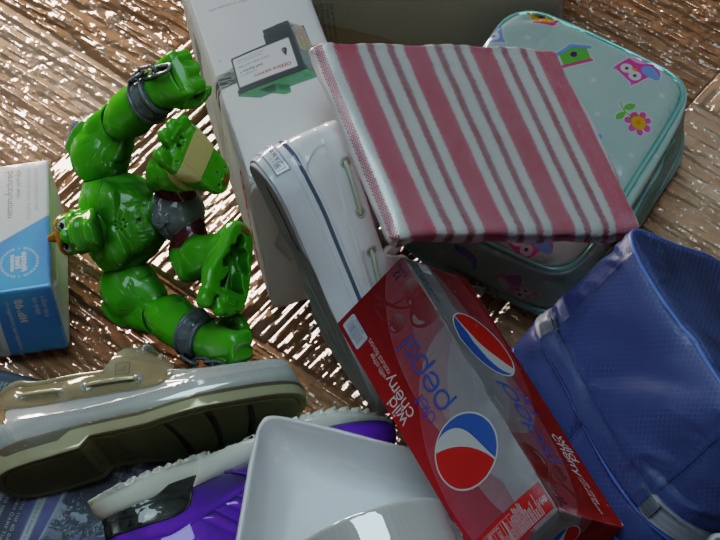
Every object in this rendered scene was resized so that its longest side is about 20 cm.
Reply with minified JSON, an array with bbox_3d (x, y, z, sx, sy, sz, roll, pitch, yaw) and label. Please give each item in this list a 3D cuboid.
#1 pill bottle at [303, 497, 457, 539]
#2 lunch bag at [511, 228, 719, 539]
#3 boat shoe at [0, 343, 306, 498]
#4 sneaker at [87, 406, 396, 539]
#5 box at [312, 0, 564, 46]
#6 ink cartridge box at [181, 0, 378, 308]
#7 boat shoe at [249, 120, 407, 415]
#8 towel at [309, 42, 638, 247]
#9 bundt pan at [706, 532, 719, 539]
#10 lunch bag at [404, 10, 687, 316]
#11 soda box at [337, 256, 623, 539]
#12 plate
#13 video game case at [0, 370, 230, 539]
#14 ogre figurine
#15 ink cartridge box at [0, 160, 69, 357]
[{"bbox_3d":[0.035,0.234,1.232,0.109,0.110,0.201,-18,71,-7],"label":"pill bottle"},{"bbox_3d":[0.181,0.081,1.344,0.132,0.136,0.200,-47,50,23],"label":"lunch bag"},{"bbox_3d":[-0.136,0.081,1.407,0.199,0.075,0.069,-13,60,-2],"label":"boat shoe"},{"bbox_3d":[-0.060,0.153,1.380,0.199,0.070,0.100,-18,80,-23],"label":"sneaker"},{"bbox_3d":[0.046,-0.204,1.613,0.199,0.078,0.095,1,54,7],"label":"box"},{"bbox_3d":[-0.054,-0.099,1.507,0.084,0.146,0.200,-17,55,-6],"label":"ink cartridge box"},{"bbox_3d":[0.000,0.000,1.400,0.067,0.200,0.074,-30,33,-11],"label":"boat shoe"},{"bbox_3d":[0.071,-0.075,1.401,0.199,0.030,0.147,-2,56,-34],"label":"towel"},{"bbox_3d":[0.238,0.246,1.257,0.201,0.076,0.203,-2,65,5],"label":"bundt pan"},{"bbox_3d":[0.123,-0.066,1.506,0.160,0.077,0.200,26,63,16],"label":"lunch bag"},{"bbox_3d":[0.067,0.088,1.310,0.063,0.070,0.200,-45,53,20],"label":"soda box"},{"bbox_3d":[0.018,0.200,1.320,0.199,0.032,0.201,13,66,-4],"label":"plate"},{"bbox_3d":[-0.193,0.139,1.429,0.199,0.019,0.143,13,57,14],"label":"video game case"},{"bbox_3d":[-0.133,-0.032,1.463,0.120,0.201,0.098,-6,28,41],"label":"ogre figurine"},{"bbox_3d":[-0.298,0.002,1.505,0.199,0.067,0.116,-8,50,0],"label":"ink cartridge box"}]
